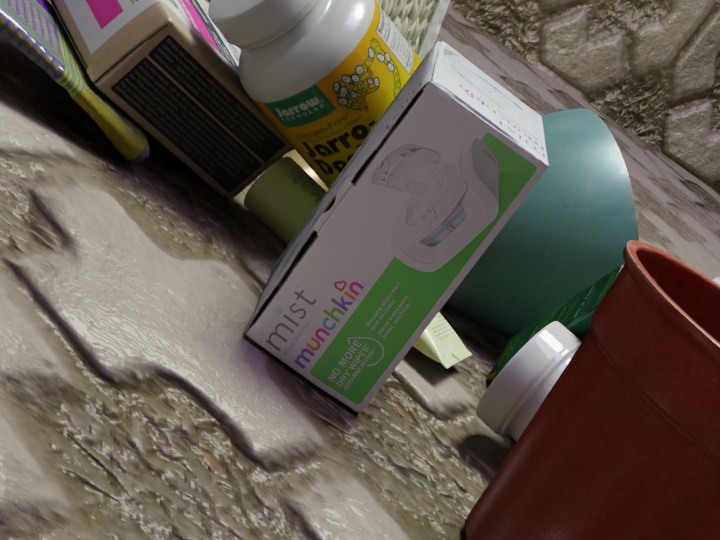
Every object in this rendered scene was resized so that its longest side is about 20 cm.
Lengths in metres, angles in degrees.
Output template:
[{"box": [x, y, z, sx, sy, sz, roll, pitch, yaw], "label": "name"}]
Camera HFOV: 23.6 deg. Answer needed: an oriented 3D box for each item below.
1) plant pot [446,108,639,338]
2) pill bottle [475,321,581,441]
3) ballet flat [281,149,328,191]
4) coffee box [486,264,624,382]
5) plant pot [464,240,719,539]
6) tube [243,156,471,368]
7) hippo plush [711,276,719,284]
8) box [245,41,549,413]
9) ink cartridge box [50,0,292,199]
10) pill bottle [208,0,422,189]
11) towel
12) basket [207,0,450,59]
[{"box": [0.126, -0.028, 1.418, 0.135, 0.200, 0.200, -6, 30, -14], "label": "plant pot"}, {"box": [0.179, 0.128, 1.144, 0.200, 0.113, 0.113, 41, 15, 14], "label": "pill bottle"}, {"box": [-0.010, -0.095, 1.495, 0.069, 0.063, 0.200, 42, 16, 13], "label": "ballet flat"}, {"box": [0.183, 0.073, 1.244, 0.123, 0.044, 0.200, 36, -25, -7], "label": "coffee box"}, {"box": [0.175, 0.121, 0.998, 0.201, 0.195, 0.201, 34, 15, -10], "label": "plant pot"}, {"box": [0.000, 0.000, 1.271, 0.200, 0.052, 0.058, 42, 56, 8], "label": "tube"}, {"box": [0.297, 0.095, 1.422, 0.200, 0.161, 0.159, 20, 22, -48], "label": "hippo plush"}, {"box": [0.025, -0.035, 1.123, 0.097, 0.200, 0.176, 35, 14, -6], "label": "box"}, {"box": [-0.150, -0.170, 1.288, 0.165, 0.075, 0.200, 43, 11, -46], "label": "ink cartridge box"}, {"box": [-0.016, -0.136, 1.234, 0.200, 0.113, 0.113, 49, 6, -31], "label": "pill bottle"}, {"box": [-0.223, -0.162, 1.210, 0.200, 0.023, 0.144, 44, 10, -29], "label": "towel"}, {"box": [-0.048, -0.239, 1.525, 0.198, 0.200, 0.161, 31, 23, 27], "label": "basket"}]
